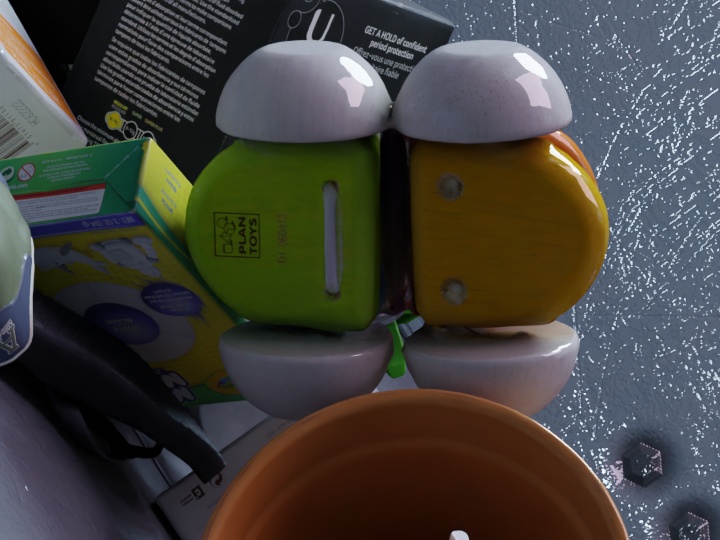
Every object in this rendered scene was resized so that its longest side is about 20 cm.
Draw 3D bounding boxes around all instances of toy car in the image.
[{"bbox_3d":[0.019,-0.026,1.423,0.150,0.199,0.176,-69,158,-74],"label":"toy car"}]

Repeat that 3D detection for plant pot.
[{"bbox_3d":[0.027,0.175,1.371,0.201,0.199,0.140,57,-12,26],"label":"plant pot"}]

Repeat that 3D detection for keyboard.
[{"bbox_3d":[-0.143,-0.114,1.746,0.040,0.104,0.201,-52,134,-43],"label":"keyboard"}]

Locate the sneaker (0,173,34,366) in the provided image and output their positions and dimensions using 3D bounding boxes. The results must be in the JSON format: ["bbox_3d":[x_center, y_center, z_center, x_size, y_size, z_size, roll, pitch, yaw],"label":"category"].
[{"bbox_3d":[-0.188,-0.029,1.314,0.090,0.067,0.200,61,0,-35],"label":"sneaker"}]

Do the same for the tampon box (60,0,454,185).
[{"bbox_3d":[-0.071,-0.084,1.647,0.126,0.201,0.150,32,11,35],"label":"tampon box"}]

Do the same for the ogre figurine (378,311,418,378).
[{"bbox_3d":[0.000,0.000,1.591,0.098,0.200,0.120,49,-11,21],"label":"ogre figurine"}]

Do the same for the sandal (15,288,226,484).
[{"bbox_3d":[-0.139,0.050,1.422,0.200,0.043,0.076,38,8,-43],"label":"sandal"}]

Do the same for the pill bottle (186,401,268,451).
[{"bbox_3d":[-0.054,0.058,1.797,0.110,0.109,0.200,54,5,-12],"label":"pill bottle"}]

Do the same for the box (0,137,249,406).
[{"bbox_3d":[-0.109,0.013,1.482,0.200,0.117,0.049,48,43,-49],"label":"box"}]

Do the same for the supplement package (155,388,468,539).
[{"bbox_3d":[0.005,0.164,1.541,0.201,0.119,0.121,56,3,4],"label":"supplement package"}]

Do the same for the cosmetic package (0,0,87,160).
[{"bbox_3d":[-0.230,-0.137,1.584,0.200,0.071,0.101,57,5,34],"label":"cosmetic package"}]
